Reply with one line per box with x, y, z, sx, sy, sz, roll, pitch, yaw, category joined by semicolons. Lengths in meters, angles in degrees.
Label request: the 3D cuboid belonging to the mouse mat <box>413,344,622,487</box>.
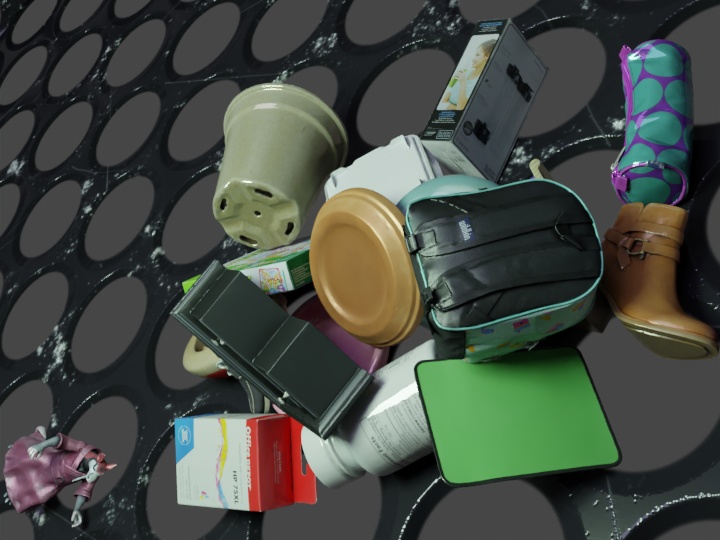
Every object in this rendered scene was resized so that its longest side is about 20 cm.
0.166;0.152;1.063;0.197;0.008;0.162;-6;49;-8;mouse mat

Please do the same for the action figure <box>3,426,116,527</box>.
-0.458;0.314;1.546;0.198;0.136;0.149;-12;9;20;action figure

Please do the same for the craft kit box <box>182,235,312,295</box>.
-0.116;-0.006;1.404;0.196;0.049;0.199;-14;8;35;craft kit box

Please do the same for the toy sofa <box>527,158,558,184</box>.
0.164;-0.055;1.254;0.199;0.083;0.098;-34;44;18;toy sofa

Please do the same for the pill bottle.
0.033;0.177;1.172;0.199;0.114;0.115;-32;44;19;pill bottle

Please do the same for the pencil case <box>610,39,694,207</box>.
0.347;-0.176;1.176;0.091;0.085;0.202;13;60;-1;pencil case

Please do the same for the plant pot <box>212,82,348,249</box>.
-0.132;-0.141;1.462;0.199;0.201;0.185;-18;38;31;plant pot

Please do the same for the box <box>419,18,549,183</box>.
0.172;-0.228;1.351;0.060;0.116;0.202;11;69;47;box

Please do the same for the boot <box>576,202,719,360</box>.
0.328;0.007;1.078;0.199;0.077;0.156;16;72;57;boot

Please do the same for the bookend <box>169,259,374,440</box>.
-0.110;0.088;1.173;0.092;0.199;0.200;-50;17;-11;bookend

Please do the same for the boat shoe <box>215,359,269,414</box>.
-0.165;0.105;1.309;0.062;0.202;0.073;-15;20;-12;boat shoe

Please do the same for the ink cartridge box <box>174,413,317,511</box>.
-0.152;0.248;1.288;0.198;0.067;0.118;-7;85;39;ink cartridge box

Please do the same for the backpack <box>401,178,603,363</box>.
0.161;-0.001;1.078;0.198;0.154;0.177;-17;59;5;backpack

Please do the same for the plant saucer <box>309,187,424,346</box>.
0.000;0.000;1.219;0.199;0.037;0.203;20;118;43;plant saucer

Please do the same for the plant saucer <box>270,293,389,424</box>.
-0.038;0.119;1.327;0.199;0.051;0.202;-23;47;27;plant saucer

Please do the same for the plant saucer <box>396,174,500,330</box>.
0.118;-0.014;1.196;0.199;0.201;0.027;-34;4;17;plant saucer

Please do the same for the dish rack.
0.027;-0.105;1.322;0.170;0.044;0.201;-28;34;10;dish rack

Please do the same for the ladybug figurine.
-0.174;0.095;1.434;0.199;0.072;0.136;-32;28;31;ladybug figurine
